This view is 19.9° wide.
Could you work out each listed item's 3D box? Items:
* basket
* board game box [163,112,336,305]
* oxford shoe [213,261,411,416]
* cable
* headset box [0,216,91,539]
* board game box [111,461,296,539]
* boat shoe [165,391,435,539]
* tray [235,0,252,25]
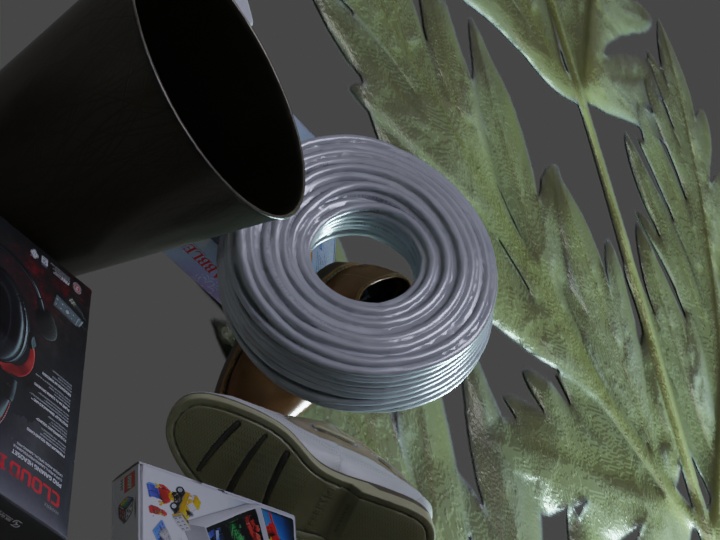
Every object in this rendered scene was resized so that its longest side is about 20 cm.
[{"bbox_3d":[-0.159,-0.073,1.230,0.181,0.199,0.136,62,27,-3],"label":"basket"},{"bbox_3d":[-0.091,-0.063,1.527,0.200,0.041,0.201,45,33,-35],"label":"board game box"},{"bbox_3d":[-0.034,0.058,1.447,0.200,0.071,0.072,-49,123,-36],"label":"oxford shoe"},{"bbox_3d":[0.000,0.000,1.417,0.199,0.069,0.201,8,56,-9],"label":"cable"},{"bbox_3d":[-0.228,0.062,1.127,0.149,0.075,0.201,43,33,-38],"label":"headset box"},{"bbox_3d":[-0.092,0.226,1.252,0.126,0.035,0.201,24,45,-33],"label":"board game box"},{"bbox_3d":[-0.043,0.136,1.380,0.200,0.075,0.068,31,16,-14],"label":"boat shoe"},{"bbox_3d":[-0.145,-0.292,1.649,0.107,0.022,0.201,16,53,-56],"label":"tray"}]
